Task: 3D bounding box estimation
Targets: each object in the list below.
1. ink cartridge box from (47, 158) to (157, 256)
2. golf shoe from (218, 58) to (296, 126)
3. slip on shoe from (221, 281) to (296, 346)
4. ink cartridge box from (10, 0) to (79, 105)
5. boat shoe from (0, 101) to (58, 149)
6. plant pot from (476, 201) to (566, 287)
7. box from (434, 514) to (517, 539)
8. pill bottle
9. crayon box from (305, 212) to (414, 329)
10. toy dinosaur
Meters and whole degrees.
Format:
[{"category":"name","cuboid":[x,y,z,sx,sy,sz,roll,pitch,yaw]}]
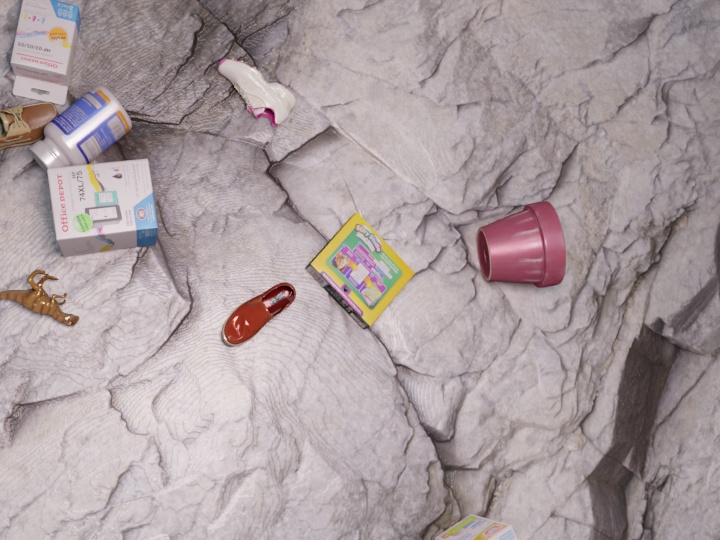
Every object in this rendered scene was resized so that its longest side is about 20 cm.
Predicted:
[{"category":"ink cartridge box","cuboid":[-0.526,-0.128,1.535,0.194,0.146,0.151,-9,82,-19]},{"category":"golf shoe","cuboid":[-0.246,-0.410,1.720,0.196,0.075,0.093,28,76,-10]},{"category":"slip on shoe","cuboid":[-0.221,0.091,1.640,0.198,0.061,0.075,-36,93,-19]},{"category":"ink cartridge box","cuboid":[-0.672,-0.471,1.593,0.112,0.068,0.206,8,78,-16]},{"category":"boat shoe","cuboid":[-0.721,-0.296,1.541,0.197,0.074,0.077,-30,90,-20]},{"category":"plant pot","cuboid":[0.380,-0.053,1.804,0.173,0.200,0.206,-8,82,-4]},{"category":"box","cuboid":[0.262,0.614,1.624,0.110,0.200,0.104,-24,87,-20]},{"category":"pill bottle","cuboid":[-0.587,-0.283,1.563,0.112,0.112,0.200,47,70,-4]},{"category":"crayon box","cuboid":[0.000,0.000,1.730,0.200,0.058,0.173,45,69,-6]},{"category":"toy dinosaur","cuboid":[-0.661,0.053,1.504,0.195,0.060,0.109,20,76,-13]}]
